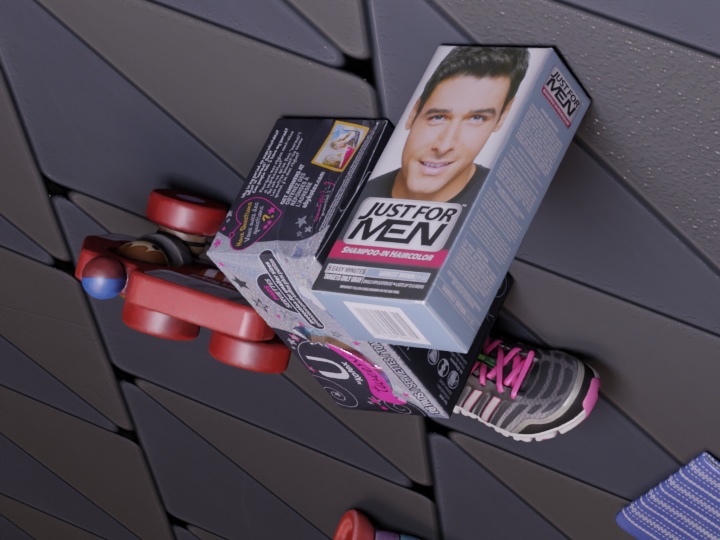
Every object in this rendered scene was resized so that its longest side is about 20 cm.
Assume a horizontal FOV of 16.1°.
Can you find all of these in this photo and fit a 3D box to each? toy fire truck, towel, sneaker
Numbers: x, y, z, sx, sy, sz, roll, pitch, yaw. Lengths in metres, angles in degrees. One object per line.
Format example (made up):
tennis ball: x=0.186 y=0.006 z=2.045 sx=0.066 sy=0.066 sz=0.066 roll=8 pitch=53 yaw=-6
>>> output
toy fire truck: x=-0.134 y=0.009 z=1.985 sx=0.199 sy=0.113 sz=0.168 roll=18 pitch=-172 yaw=20
towel: x=0.305 y=0.216 z=2.123 sx=0.144 sy=0.024 sz=0.200 roll=33 pitch=154 yaw=-3
sneaker: x=0.095 y=0.076 z=2.003 sx=0.199 sy=0.074 sz=0.087 roll=12 pitch=158 yaw=42

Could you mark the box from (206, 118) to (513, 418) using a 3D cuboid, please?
box: x=0.000 y=0.000 z=1.885 sx=0.114 sy=0.133 sz=0.200 roll=3 pitch=145 yaw=41

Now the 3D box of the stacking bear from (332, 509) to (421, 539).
stacking bear: x=0.066 y=0.323 z=2.490 sx=0.199 sy=0.122 sz=0.114 roll=22 pitch=164 yaw=-8

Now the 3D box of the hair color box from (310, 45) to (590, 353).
hair color box: x=0.059 y=-0.049 z=1.642 sx=0.099 sy=0.201 sz=0.061 roll=5 pitch=148 yaw=41
